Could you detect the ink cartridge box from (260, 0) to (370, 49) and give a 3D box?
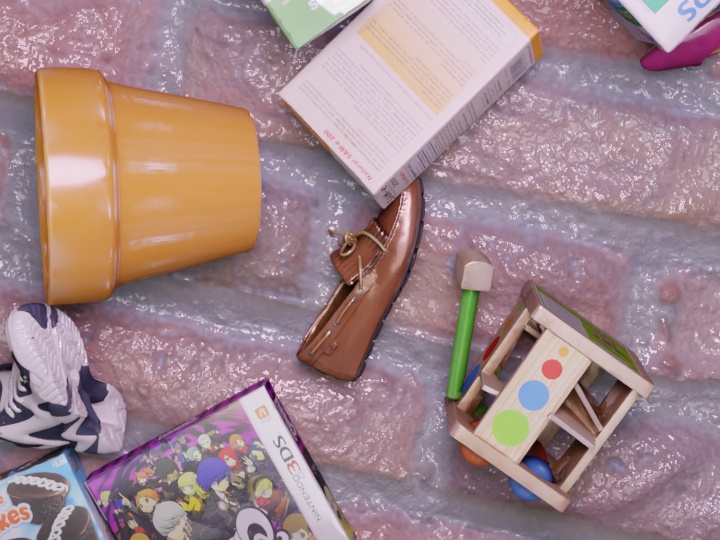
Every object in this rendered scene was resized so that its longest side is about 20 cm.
[{"bbox_3d":[-0.076,-0.293,1.307,0.084,0.146,0.201,-33,99,5],"label":"ink cartridge box"}]

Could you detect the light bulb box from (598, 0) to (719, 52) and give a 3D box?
[{"bbox_3d":[0.218,-0.297,1.274,0.125,0.198,0.200,-44,95,10],"label":"light bulb box"}]

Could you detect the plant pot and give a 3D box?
[{"bbox_3d":[-0.185,-0.076,1.337,0.181,0.200,0.202,-3,101,-13],"label":"plant pot"}]

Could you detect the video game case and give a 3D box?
[{"bbox_3d":[-0.131,0.227,1.458,0.199,0.036,0.182,-28,97,6],"label":"video game case"}]

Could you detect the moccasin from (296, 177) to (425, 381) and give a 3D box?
[{"bbox_3d":[0.000,-0.001,1.400,0.077,0.074,0.203,22,108,-11],"label":"moccasin"}]

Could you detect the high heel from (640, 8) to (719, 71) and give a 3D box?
[{"bbox_3d":[0.349,-0.190,1.354,0.198,0.067,0.097,-21,89,2],"label":"high heel"}]

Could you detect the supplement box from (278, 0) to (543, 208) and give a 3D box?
[{"bbox_3d":[0.045,-0.170,1.338,0.200,0.074,0.126,-43,78,1],"label":"supplement box"}]

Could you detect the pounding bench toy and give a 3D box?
[{"bbox_3d":[0.131,0.095,1.384,0.199,0.124,0.157,35,100,-5],"label":"pounding bench toy"}]

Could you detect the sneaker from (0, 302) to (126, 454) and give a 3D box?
[{"bbox_3d":[-0.305,0.104,1.388,0.128,0.199,0.080,-7,59,14],"label":"sneaker"}]

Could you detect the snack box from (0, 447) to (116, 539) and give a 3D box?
[{"bbox_3d":[-0.343,0.257,1.467,0.199,0.037,0.117,-23,99,5],"label":"snack box"}]
